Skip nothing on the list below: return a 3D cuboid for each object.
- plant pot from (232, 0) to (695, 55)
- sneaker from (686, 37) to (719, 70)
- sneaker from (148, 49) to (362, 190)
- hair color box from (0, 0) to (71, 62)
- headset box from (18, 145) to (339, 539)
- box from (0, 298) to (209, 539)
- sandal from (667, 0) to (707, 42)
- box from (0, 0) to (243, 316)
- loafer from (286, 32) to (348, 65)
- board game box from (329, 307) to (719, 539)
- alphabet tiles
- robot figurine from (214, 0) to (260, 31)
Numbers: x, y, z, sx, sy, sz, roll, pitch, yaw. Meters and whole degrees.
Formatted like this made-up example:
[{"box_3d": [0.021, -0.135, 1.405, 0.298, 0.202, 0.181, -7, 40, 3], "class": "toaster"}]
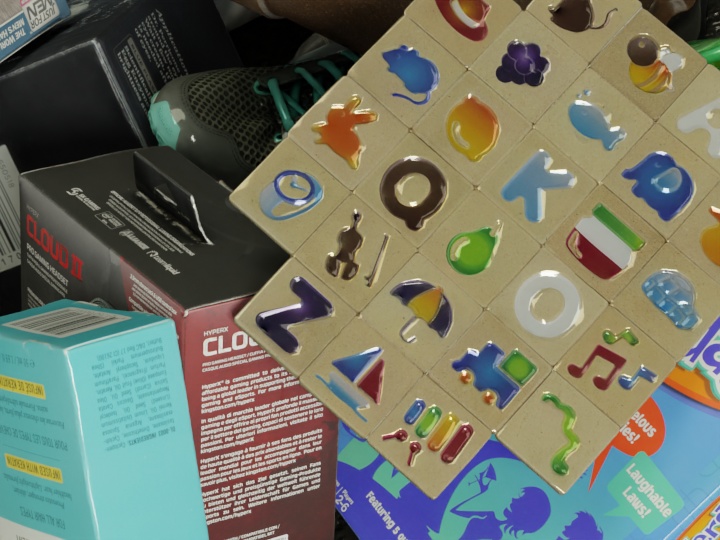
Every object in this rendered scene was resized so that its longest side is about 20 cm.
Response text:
[{"box_3d": [0.047, -0.163, 0.984, 0.198, 0.200, 0.200, 32, 61, 13], "class": "plant pot"}, {"box_3d": [0.128, -0.042, 1.027, 0.084, 0.074, 0.200, -25, 27, 50], "class": "sneaker"}, {"box_3d": [-0.008, -0.079, 1.068, 0.091, 0.200, 0.078, -46, 61, 38], "class": "sneaker"}, {"box_3d": [-0.245, -0.100, 1.073, 0.200, 0.061, 0.100, -17, 17, 26], "class": "hair color box"}, {"box_3d": [-0.076, 0.052, 0.944, 0.077, 0.200, 0.149, -14, 30, -30], "class": "headset box"}, {"box_3d": [-0.097, 0.116, 0.879, 0.049, 0.201, 0.082, -16, 14, -35], "class": "box"}, {"box_3d": [0.148, -0.154, 1.184, 0.075, 0.045, 0.200, -1, 44, 30], "class": "sandal"}, {"box_3d": [-0.167, -0.054, 1.138, 0.196, 0.118, 0.200, -20, 15, 15], "class": "box"}, {"box_3d": [0.045, -0.118, 1.165, 0.200, 0.073, 0.072, -6, 50, 33], "class": "loafer"}, {"box_3d": [0.090, 0.058, 0.902, 0.200, 0.045, 0.152, -45, 49, 4], "class": "board game box"}, {"box_3d": [0.055, -0.020, 0.861, 0.166, 0.006, 0.200, 41, 76, 9], "class": "alphabet tiles"}, {"box_3d": [-0.068, -0.199, 1.288, 0.200, 0.113, 0.170, -36, -12, -49], "class": "robot figurine"}]
